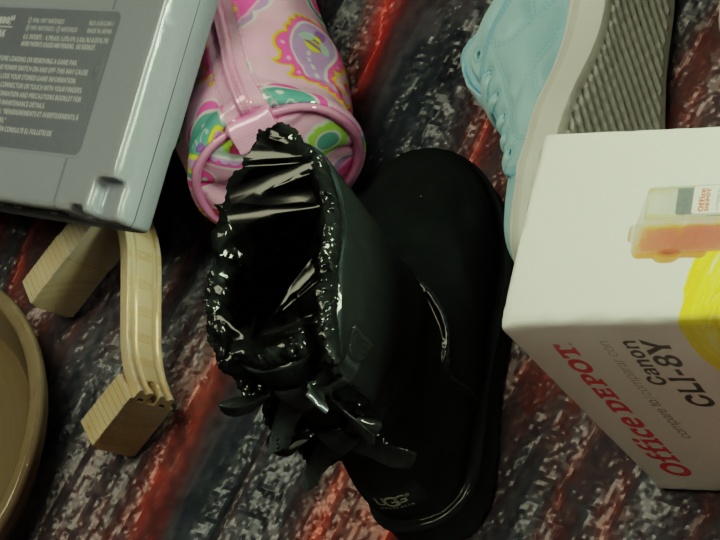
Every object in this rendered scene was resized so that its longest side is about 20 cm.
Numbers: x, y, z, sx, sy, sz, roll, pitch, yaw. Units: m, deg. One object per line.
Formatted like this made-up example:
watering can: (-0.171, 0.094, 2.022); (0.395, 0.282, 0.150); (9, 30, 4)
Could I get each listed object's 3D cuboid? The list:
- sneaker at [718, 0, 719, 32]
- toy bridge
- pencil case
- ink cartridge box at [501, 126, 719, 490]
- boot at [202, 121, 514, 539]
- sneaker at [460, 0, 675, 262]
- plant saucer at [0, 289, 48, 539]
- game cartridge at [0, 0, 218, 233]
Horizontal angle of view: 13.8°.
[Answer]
sneaker: (0.163, -0.162, 1.256); (0.115, 0.074, 0.201); (-3, 55, 40)
toy bridge: (-0.123, -0.009, 1.344); (0.067, 0.027, 0.200); (-50, 43, 23)
pencil case: (-0.059, -0.110, 1.348); (0.087, 0.087, 0.201); (-29, 49, 13)
ink cartridge box: (0.172, 0.016, 1.069); (0.199, 0.145, 0.084); (-1, 61, 33)
boot: (-0.001, 0.000, 1.180); (0.073, 0.163, 0.199); (-14, 53, 23)
sneaker: (0.079, -0.070, 1.247); (0.082, 0.074, 0.201); (-14, 45, 35)
plant saucer: (-0.222, 0.091, 1.354); (0.199, 0.029, 0.201); (-16, 53, 23)
game cartridge: (-0.137, -0.090, 1.345); (0.200, 0.040, 0.134); (10, 85, 53)
